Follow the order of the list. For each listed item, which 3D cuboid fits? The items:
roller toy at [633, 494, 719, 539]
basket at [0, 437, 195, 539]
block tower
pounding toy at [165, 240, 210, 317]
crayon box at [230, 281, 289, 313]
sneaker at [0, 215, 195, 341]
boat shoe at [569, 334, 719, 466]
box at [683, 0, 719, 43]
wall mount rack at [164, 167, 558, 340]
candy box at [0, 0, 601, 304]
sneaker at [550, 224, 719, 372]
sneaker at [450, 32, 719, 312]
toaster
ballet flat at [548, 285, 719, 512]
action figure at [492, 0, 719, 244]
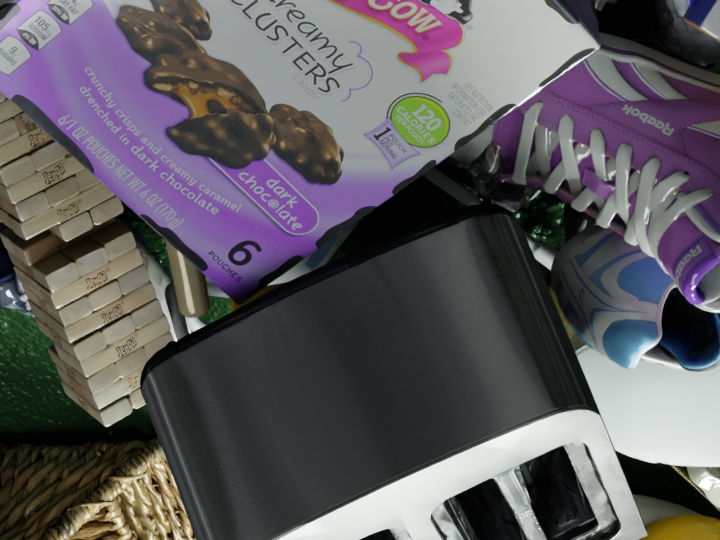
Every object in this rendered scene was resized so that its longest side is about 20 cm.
[{"bbox_3d":[0.142,0.219,1.167,0.181,0.140,0.201,-4,139,12],"label":"roller toy"},{"bbox_3d":[-0.167,0.217,1.268,0.148,0.143,0.201,-3,132,22],"label":"basket"},{"bbox_3d":[-0.152,-0.024,1.012,0.058,0.054,0.201,27,141,54],"label":"block tower"},{"bbox_3d":[-0.077,-0.120,0.916,0.184,0.143,0.200,36,133,-15],"label":"pounding toy"},{"bbox_3d":[0.001,0.057,0.991,0.126,0.051,0.201,-10,144,-12],"label":"crayon box"},{"bbox_3d":[-0.164,-0.003,1.086,0.077,0.085,0.201,15,141,53],"label":"sneaker"},{"bbox_3d":[0.187,0.059,1.024,0.199,0.064,0.071,12,120,-16],"label":"boat shoe"},{"bbox_3d":[0.233,-0.116,0.849,0.199,0.041,0.119,29,101,-12],"label":"box"},{"bbox_3d":[0.000,0.000,1.051,0.173,0.075,0.200,6,138,-36],"label":"wall mount rack"},{"bbox_3d":[-0.031,-0.107,0.809,0.200,0.072,0.168,-35,118,24],"label":"candy box"},{"bbox_3d":[0.166,0.015,0.950,0.199,0.073,0.072,-3,148,-46],"label":"sneaker"},{"bbox_3d":[0.117,-0.040,0.858,0.199,0.115,0.073,9,131,5],"label":"sneaker"},{"bbox_3d":[0.018,0.074,0.868,0.180,0.119,0.200,-25,146,2],"label":"toaster"},{"bbox_3d":[0.173,0.080,1.077,0.200,0.071,0.071,38,133,-17],"label":"ballet flat"},{"bbox_3d":[0.139,-0.089,0.927,0.130,0.070,0.200,31,131,-5],"label":"action figure"}]
